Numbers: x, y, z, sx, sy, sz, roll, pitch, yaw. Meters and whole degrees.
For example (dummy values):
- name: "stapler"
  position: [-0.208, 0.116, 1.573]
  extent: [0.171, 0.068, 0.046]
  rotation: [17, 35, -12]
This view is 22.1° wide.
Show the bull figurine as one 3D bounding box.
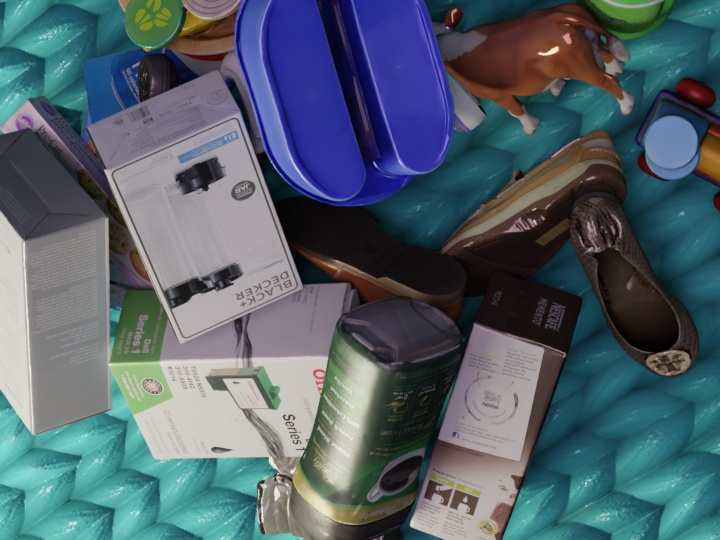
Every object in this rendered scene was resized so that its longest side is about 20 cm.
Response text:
- name: "bull figurine"
  position: [0.131, -0.166, 1.481]
  extent: [0.121, 0.200, 0.065]
  rotation: [31, 72, -31]

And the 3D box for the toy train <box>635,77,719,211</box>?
- name: "toy train"
  position: [0.313, -0.073, 1.461]
  extent: [0.200, 0.116, 0.085]
  rotation: [28, 105, 7]

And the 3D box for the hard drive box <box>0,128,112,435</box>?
- name: "hard drive box"
  position: [-0.276, 0.008, 1.542]
  extent: [0.156, 0.077, 0.201]
  rotation: [45, 141, 42]

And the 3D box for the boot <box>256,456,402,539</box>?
- name: "boot"
  position: [-0.030, 0.238, 1.631]
  extent: [0.130, 0.068, 0.201]
  rotation: [9, 96, 18]

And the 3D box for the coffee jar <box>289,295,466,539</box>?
- name: "coffee jar"
  position: [0.010, 0.125, 1.474]
  extent: [0.085, 0.104, 0.200]
  rotation: [38, 126, 33]

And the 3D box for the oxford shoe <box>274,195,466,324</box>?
- name: "oxford shoe"
  position: [0.000, 0.000, 1.559]
  extent: [0.200, 0.071, 0.071]
  rotation: [31, 140, 29]

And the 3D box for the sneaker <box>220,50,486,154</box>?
- name: "sneaker"
  position: [-0.017, -0.134, 1.460]
  extent: [0.200, 0.081, 0.147]
  rotation: [40, 98, 6]

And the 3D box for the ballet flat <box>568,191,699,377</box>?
- name: "ballet flat"
  position: [0.222, 0.021, 1.496]
  extent: [0.067, 0.046, 0.200]
  rotation: [-19, 125, 18]

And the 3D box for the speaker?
- name: "speaker"
  position: [0.205, -0.229, 1.408]
  extent: [0.088, 0.200, 0.089]
  rotation: [0, 89, 6]

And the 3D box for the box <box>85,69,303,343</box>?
- name: "box"
  position: [-0.127, -0.047, 1.458]
  extent: [0.116, 0.060, 0.200]
  rotation: [-24, 135, -7]

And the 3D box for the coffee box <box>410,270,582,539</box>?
- name: "coffee box"
  position: [0.113, 0.117, 1.523]
  extent: [0.080, 0.113, 0.201]
  rotation: [19, 117, 7]

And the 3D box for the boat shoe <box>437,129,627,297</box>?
- name: "boat shoe"
  position: [0.138, -0.049, 1.536]
  extent: [0.200, 0.076, 0.072]
  rotation: [-31, 133, 31]

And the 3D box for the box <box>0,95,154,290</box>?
- name: "box"
  position: [-0.228, -0.062, 1.588]
  extent: [0.041, 0.039, 0.200]
  rotation: [-40, 89, 17]

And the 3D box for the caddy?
- name: "caddy"
  position: [-0.012, -0.144, 1.366]
  extent: [0.141, 0.105, 0.201]
  rotation: [-18, 103, -10]

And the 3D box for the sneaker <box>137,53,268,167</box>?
- name: "sneaker"
  position: [-0.124, -0.102, 1.501]
  extent: [0.104, 0.060, 0.200]
  rotation: [-8, 138, -11]

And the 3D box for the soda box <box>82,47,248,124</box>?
- name: "soda box"
  position: [-0.126, -0.158, 1.543]
  extent: [0.199, 0.068, 0.064]
  rotation: [-12, 77, 3]

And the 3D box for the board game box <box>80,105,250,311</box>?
- name: "board game box"
  position: [-0.181, -0.059, 1.617]
  extent: [0.151, 0.037, 0.201]
  rotation: [17, 104, 9]

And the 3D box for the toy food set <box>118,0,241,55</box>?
- name: "toy food set"
  position: [-0.112, -0.263, 1.440]
  extent: [0.200, 0.049, 0.199]
  rotation: [-23, 72, 17]

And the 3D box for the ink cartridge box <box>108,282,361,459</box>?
- name: "ink cartridge box"
  position: [-0.093, 0.087, 1.566]
  extent: [0.199, 0.085, 0.146]
  rotation: [-2, 140, 14]
